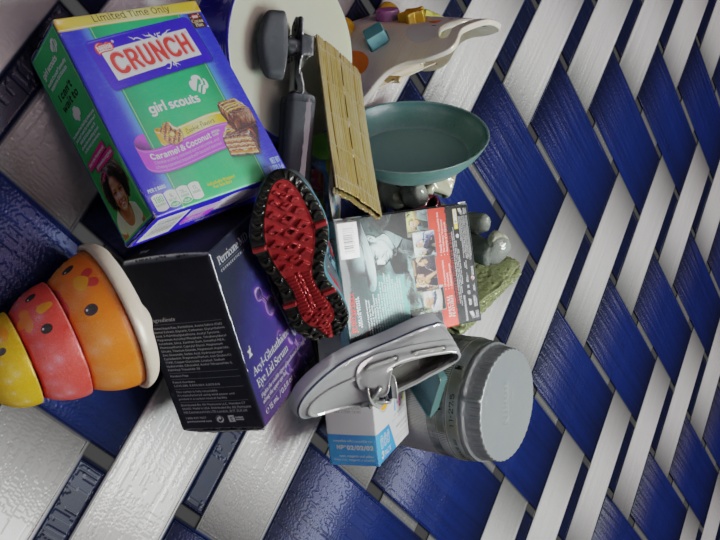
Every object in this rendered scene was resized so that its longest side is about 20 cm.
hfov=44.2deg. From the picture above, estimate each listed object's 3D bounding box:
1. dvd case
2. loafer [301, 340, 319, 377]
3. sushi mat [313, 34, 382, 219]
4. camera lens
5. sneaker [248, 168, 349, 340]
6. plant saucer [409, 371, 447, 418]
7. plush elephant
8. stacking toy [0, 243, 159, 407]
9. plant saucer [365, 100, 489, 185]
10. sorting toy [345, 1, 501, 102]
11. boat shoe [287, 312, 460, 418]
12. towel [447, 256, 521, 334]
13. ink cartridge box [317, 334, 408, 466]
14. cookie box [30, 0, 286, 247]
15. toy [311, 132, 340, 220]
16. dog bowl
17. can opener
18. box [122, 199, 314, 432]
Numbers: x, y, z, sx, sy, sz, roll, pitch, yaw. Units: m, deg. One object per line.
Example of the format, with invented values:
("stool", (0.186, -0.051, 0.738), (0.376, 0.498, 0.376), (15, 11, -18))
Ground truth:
("dvd case", (0.054, 0.003, 1.029), (0.198, 0.022, 0.148), (-10, 94, -36))
("loafer", (-0.046, 0.078, 1.107), (0.071, 0.063, 0.203), (-2, 95, -47))
("sushi mat", (-0.015, -0.158, 0.974), (0.095, 0.012, 0.202), (29, 46, -51))
("camera lens", (0.111, 0.164, 1.187), (0.159, 0.198, 0.162), (-8, 100, -52))
("sneaker", (-0.068, -0.025, 0.917), (0.096, 0.078, 0.202), (-105, -177, -53))
("plant saucer", (0.055, 0.091, 1.126), (0.019, 0.201, 0.070), (-9, 133, -23))
("plush elephant", (0.077, -0.073, 1.153), (0.163, 0.200, 0.156), (-27, 115, -5))
("stacking toy", (-0.293, 0.077, 0.794), (0.199, 0.146, 0.148), (-28, 114, -27))
("plant saucer", (0.064, -0.157, 1.123), (0.200, 0.198, 0.036), (-39, 138, -40))
("sorting toy", (0.077, -0.289, 1.128), (0.199, 0.179, 0.108), (-33, 118, -43))
("boat shoe", (0.018, 0.114, 0.966), (0.199, 0.066, 0.074), (-28, 143, -13))
("towel", (0.126, 0.013, 1.246), (0.200, 0.147, 0.037), (-39, 148, -43))
("ink cartridge box", (0.004, 0.121, 1.077), (0.115, 0.067, 0.203), (-28, 114, -66))
("cookie box", (-0.191, -0.147, 0.854), (0.170, 0.075, 0.201), (-26, 86, -44))
("toy", (-0.045, -0.089, 1.048), (0.201, 0.047, 0.116), (94, -2, -61))
("dog bowl", (-0.101, -0.244, 1.003), (0.199, 0.078, 0.203), (-5, 97, -49))
("can opener", (-0.084, -0.172, 0.946), (0.066, 0.053, 0.203), (3, 92, -17))
("box", (-0.142, 0.044, 0.933), (0.148, 0.103, 0.202), (-55, 135, -57))
